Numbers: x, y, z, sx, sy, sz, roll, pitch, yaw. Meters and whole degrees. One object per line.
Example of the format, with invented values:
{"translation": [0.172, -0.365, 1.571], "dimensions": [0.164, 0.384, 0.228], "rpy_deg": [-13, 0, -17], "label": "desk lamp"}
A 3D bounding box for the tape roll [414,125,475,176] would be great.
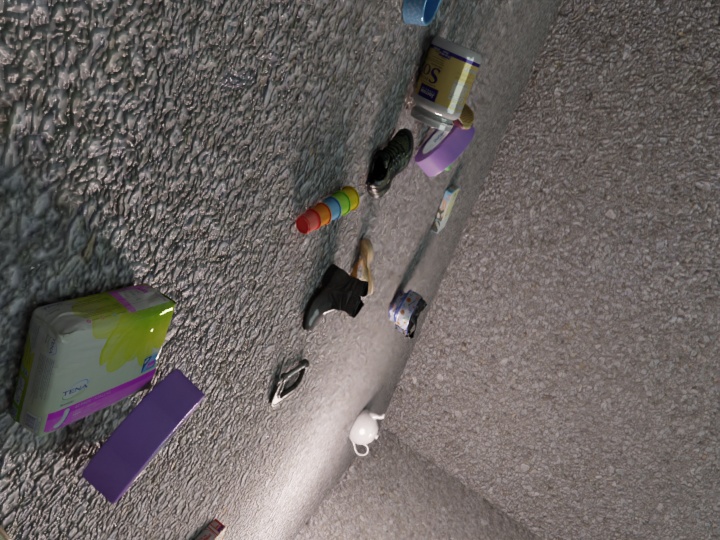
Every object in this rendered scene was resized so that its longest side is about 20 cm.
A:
{"translation": [0.258, -0.387, 1.635], "dimensions": [0.199, 0.065, 0.202], "rpy_deg": [-43, -162, 17], "label": "tape roll"}

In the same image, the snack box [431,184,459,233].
{"translation": [0.387, -0.280, 2.418], "dimensions": [0.116, 0.036, 0.206], "rpy_deg": [-38, 150, -56], "label": "snack box"}

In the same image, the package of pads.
{"translation": [-0.347, 0.107, 0.710], "dimensions": [0.159, 0.067, 0.199], "rpy_deg": [-67, 164, 17], "label": "package of pads"}

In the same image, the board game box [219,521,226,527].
{"translation": [-0.464, 0.833, 1.501], "dimensions": [0.151, 0.045, 0.206], "rpy_deg": [-29, 142, -63], "label": "board game box"}

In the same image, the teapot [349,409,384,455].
{"translation": [0.033, 0.888, 2.939], "dimensions": [0.198, 0.143, 0.204], "rpy_deg": [-48, 159, -39], "label": "teapot"}

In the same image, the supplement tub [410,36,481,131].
{"translation": [0.221, -0.490, 1.403], "dimensions": [0.145, 0.142, 0.206], "rpy_deg": [-29, 143, -61], "label": "supplement tub"}

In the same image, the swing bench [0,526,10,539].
{"translation": [-0.467, 0.248, 0.467], "dimensions": [0.199, 0.127, 0.205], "rpy_deg": [-46, 152, -41], "label": "swing bench"}

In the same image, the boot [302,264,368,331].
{"translation": [-0.067, 0.097, 1.440], "dimensions": [0.205, 0.129, 0.070], "rpy_deg": [-62, 164, -1], "label": "boot"}

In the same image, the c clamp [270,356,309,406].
{"translation": [-0.201, 0.314, 1.546], "dimensions": [0.176, 0.026, 0.199], "rpy_deg": [-67, 163, 11], "label": "c clamp"}

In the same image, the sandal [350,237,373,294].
{"translation": [-0.002, -0.004, 1.640], "dimensions": [0.067, 0.078, 0.217], "rpy_deg": [-19, 137, -19], "label": "sandal"}

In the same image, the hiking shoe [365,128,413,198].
{"translation": [0.080, -0.291, 1.395], "dimensions": [0.205, 0.074, 0.101], "rpy_deg": [-61, 167, -5], "label": "hiking shoe"}

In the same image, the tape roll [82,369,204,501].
{"translation": [-0.338, 0.258, 0.841], "dimensions": [0.202, 0.065, 0.200], "rpy_deg": [-51, -178, 3], "label": "tape roll"}

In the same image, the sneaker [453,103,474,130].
{"translation": [0.262, -0.449, 1.540], "dimensions": [0.072, 0.204, 0.092], "rpy_deg": [3, 135, -25], "label": "sneaker"}

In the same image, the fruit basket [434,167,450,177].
{"translation": [0.296, -0.427, 1.873], "dimensions": [0.190, 0.091, 0.200], "rpy_deg": [-64, 179, 7], "label": "fruit basket"}

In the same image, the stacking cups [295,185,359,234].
{"translation": [-0.077, -0.139, 1.201], "dimensions": [0.198, 0.059, 0.062], "rpy_deg": [-34, 148, -50], "label": "stacking cups"}

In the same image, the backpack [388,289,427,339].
{"translation": [0.212, 0.175, 2.387], "dimensions": [0.191, 0.150, 0.205], "rpy_deg": [95, 21, -70], "label": "backpack"}
